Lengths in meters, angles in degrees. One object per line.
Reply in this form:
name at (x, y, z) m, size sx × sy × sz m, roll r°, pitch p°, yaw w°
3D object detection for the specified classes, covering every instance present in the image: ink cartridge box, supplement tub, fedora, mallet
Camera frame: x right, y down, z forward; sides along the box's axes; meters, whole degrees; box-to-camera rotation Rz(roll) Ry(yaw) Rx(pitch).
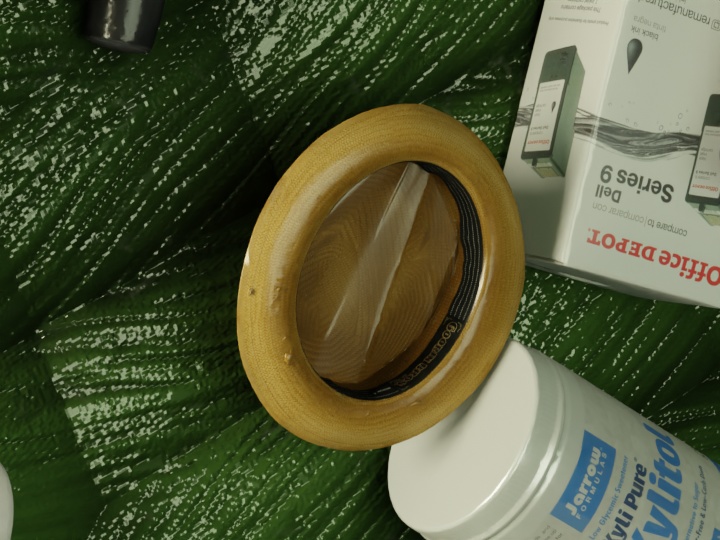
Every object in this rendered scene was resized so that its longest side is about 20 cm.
ink cartridge box at (0.175, -0.088, 1.583) m, size 0.145 × 0.084 × 0.202 m, roll 14°, pitch 89°, yaw -34°
supplement tub at (0.129, 0.138, 1.557) m, size 0.199 × 0.132 × 0.133 m, roll 31°, pitch 80°, yaw -33°
fedora at (0.000, 0.000, 1.484) m, size 0.199 × 0.082 × 0.202 m, roll -8°, pitch 106°, yaw -29°
mallet at (-0.169, -0.151, 1.341) m, size 0.199 × 0.041 × 0.066 m, roll -1°, pitch 99°, yaw -56°

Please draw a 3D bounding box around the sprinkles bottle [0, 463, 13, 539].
sprinkles bottle at (-0.280, 0.121, 1.328) m, size 0.199 × 0.068 × 0.069 m, roll 8°, pitch 92°, yaw -33°
